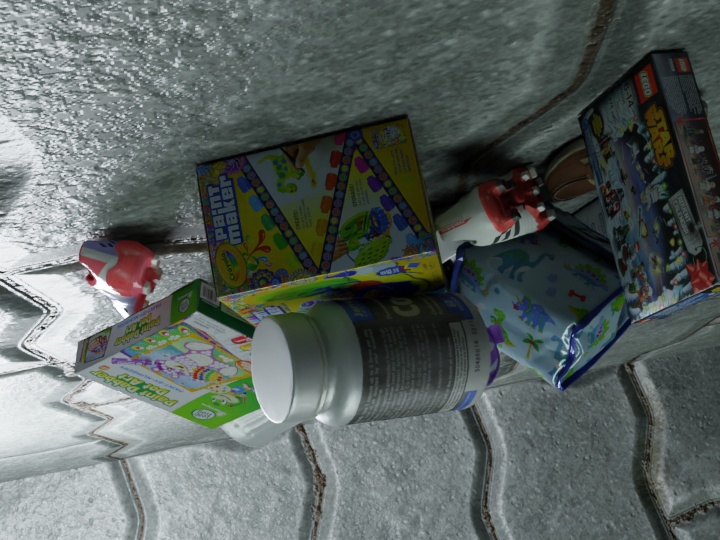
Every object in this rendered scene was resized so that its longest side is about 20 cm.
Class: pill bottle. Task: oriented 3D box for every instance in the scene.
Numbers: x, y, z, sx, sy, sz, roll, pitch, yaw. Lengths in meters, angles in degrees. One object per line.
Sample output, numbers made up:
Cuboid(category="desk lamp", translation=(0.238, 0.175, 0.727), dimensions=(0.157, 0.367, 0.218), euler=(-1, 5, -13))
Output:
Cuboid(category="pill bottle", translation=(0.009, 0.081, 1.042), dimensions=(0.199, 0.114, 0.114), euler=(-3, 165, -29))

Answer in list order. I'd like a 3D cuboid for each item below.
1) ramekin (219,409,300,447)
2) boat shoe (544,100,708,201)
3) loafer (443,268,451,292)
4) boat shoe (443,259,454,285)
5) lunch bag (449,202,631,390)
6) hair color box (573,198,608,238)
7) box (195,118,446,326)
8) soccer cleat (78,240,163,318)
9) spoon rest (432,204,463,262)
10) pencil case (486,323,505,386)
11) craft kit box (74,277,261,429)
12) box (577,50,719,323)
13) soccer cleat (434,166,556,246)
Cuboid(category="ramekin", translation=(-0.122, 0.109, 1.423), dimensions=(0.097, 0.201, 0.200), euler=(-26, 163, 21))
Cuboid(category="boat shoe", translation=(0.259, -0.102, 1.123), dimensions=(0.075, 0.072, 0.200), euler=(-3, 164, -35))
Cuboid(category="loafer", translation=(0.000, 0.000, 1.225), dimensions=(0.199, 0.070, 0.075), euler=(7, 163, -14))
Cuboid(category="boat shoe", translation=(0.094, 0.013, 1.429), dimensions=(0.056, 0.069, 0.200), euler=(-22, -172, 5))
Cuboid(category="lunch bag", translation=(0.219, 0.008, 1.259), dimensions=(0.200, 0.170, 0.128), euler=(-31, 145, -39))
Cuboid(category="hair color box", translation=(0.309, -0.033, 1.402), dimensions=(0.060, 0.100, 0.200), euler=(-6, 166, -20))
Cuboid(category="box", translation=(-0.028, -0.033, 1.053), dimensions=(0.191, 0.123, 0.200), euler=(-12, 167, 5))
Cuboid(category="soccer cleat", translation=(-0.250, 0.006, 1.186), dimensions=(0.076, 0.067, 0.200), euler=(21, 167, -7))
Cuboid(category="spoon rest", translation=(0.074, -0.025, 1.315), dimensions=(0.199, 0.061, 0.099), euler=(-22, 164, 41))
Cuboid(category="pencil case", translation=(0.052, 0.103, 1.208), dimensions=(0.199, 0.084, 0.085), euler=(-15, -177, 41))
Cuboid(category="craft kit box", translation=(-0.165, 0.095, 1.216), dimensions=(0.197, 0.049, 0.200), euler=(-24, 142, 36))
Cuboid(category="box", translation=(0.256, -0.067, 0.983), dimensions=(0.040, 0.201, 0.137), euler=(-7, 166, -20))
Cuboid(category="soccer cleat", translation=(0.137, -0.060, 1.152), dimensions=(0.085, 0.069, 0.200), euler=(-23, 178, 24))
